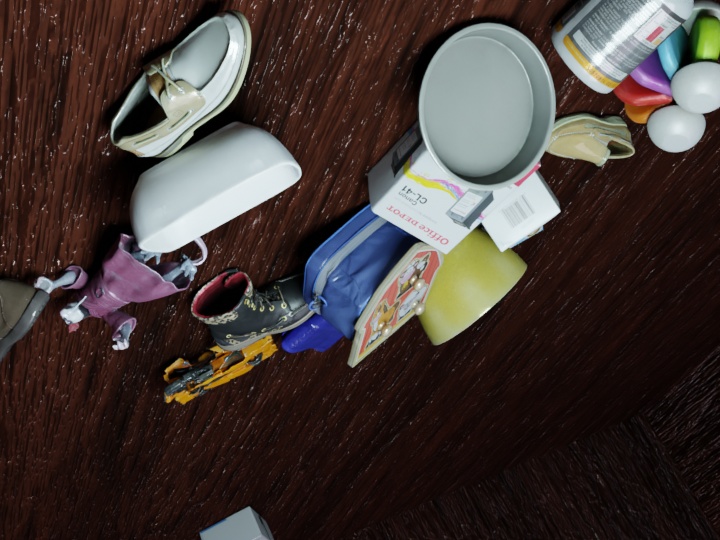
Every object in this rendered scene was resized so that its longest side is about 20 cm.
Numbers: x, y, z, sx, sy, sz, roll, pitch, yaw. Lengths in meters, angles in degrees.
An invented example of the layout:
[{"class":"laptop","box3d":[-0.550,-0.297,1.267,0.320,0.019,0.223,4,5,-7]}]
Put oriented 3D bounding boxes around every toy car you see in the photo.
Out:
[{"class":"toy car","box3d":[0.439,-0.287,1.482,0.147,0.178,0.201,13,149,-2]}]

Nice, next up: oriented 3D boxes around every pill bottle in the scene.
[{"class":"pill bottle","box3d":[0.345,-0.331,1.302,0.115,0.118,0.200,3,142,-50]}]

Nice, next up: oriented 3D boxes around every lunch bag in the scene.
[{"class":"lunch bag","box3d":[0.000,0.000,1.524,0.199,0.132,0.137,-40,158,-29]}]

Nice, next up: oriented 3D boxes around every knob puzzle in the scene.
[{"class":"knob puzzle","box3d":[0.065,0.038,1.493,0.219,0.030,0.221,-44,159,-21]}]

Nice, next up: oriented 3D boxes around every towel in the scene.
[{"class":"towel","box3d":[-0.035,0.065,1.754,0.199,0.050,0.147,-39,162,20]}]

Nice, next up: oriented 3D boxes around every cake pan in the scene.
[{"class":"cake pan","box3d":[0.152,-0.202,1.287,0.197,0.204,0.037,-19,-165,-22]}]

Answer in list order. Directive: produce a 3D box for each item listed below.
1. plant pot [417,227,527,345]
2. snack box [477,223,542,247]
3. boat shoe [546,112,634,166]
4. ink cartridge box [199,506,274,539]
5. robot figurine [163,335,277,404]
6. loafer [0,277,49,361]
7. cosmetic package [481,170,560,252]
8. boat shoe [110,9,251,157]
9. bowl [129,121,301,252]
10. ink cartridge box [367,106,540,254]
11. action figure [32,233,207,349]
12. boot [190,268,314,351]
[{"class":"plant pot","box3d":[0.148,-0.001,1.666,0.199,0.143,0.200,-40,-177,3]},{"class":"snack box","box3d":[0.224,-0.058,1.804,0.198,0.037,0.116,-30,157,0]},{"class":"boat shoe","box3d":[0.365,-0.201,1.630,0.197,0.077,0.072,-11,151,-35]},{"class":"ink cartridge box","box3d":[-0.307,0.685,2.621,0.143,0.085,0.201,-26,155,-4]},{"class":"robot figurine","box3d":[-0.232,0.151,1.667,0.197,0.059,0.145,-27,167,-6]},{"class":"loafer","box3d":[-0.451,0.064,1.270,0.071,0.074,0.199,38,128,-16]},{"class":"cosmetic package","box3d":[0.245,-0.100,1.604,0.112,0.082,0.200,-35,-178,11]},{"class":"boat shoe","box3d":[-0.184,-0.184,1.049,0.068,0.075,0.200,-8,150,-50]},{"class":"bowl","box3d":[-0.170,-0.099,1.178,0.197,0.076,0.200,-29,180,1]},{"class":"ink cartridge box","box3d":[0.125,-0.137,1.408,0.146,0.086,0.200,28,125,-26]},{"class":"action figure","box3d":[-0.313,0.011,1.307,0.198,0.135,0.150,-28,-157,29]},{"class":"boot","box3d":[-0.151,0.043,1.545,0.197,0.074,0.151,-25,157,4]}]
